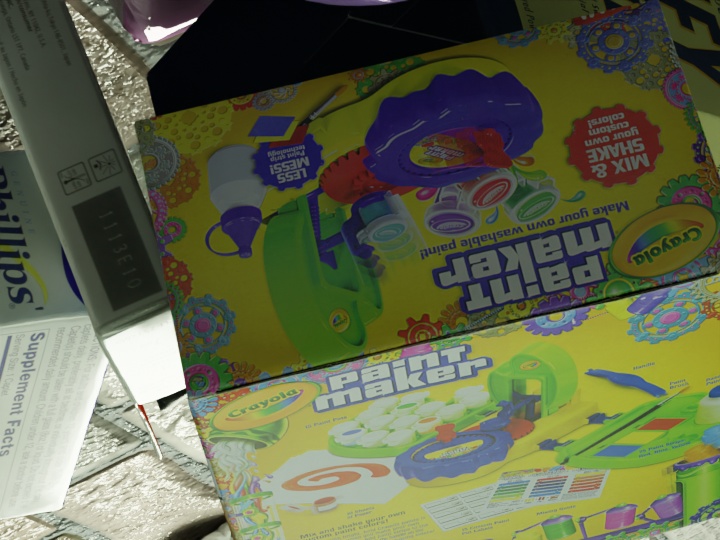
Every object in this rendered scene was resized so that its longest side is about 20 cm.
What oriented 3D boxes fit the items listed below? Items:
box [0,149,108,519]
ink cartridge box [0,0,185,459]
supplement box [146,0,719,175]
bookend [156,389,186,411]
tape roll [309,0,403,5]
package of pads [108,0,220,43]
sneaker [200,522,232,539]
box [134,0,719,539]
[{"bbox_3d":[-0.237,0.042,1.328,0.199,0.105,0.184,-6,146,-23],"label":"box"},{"bbox_3d":[-0.118,-0.033,1.192,0.043,0.201,0.174,-22,158,-3],"label":"ink cartridge box"},{"bbox_3d":[0.053,-0.066,1.125,0.199,0.135,0.200,12,140,-38],"label":"supplement box"},{"bbox_3d":[0.000,0.000,1.526,0.199,0.093,0.198,-34,156,27],"label":"bookend"},{"bbox_3d":[-0.002,-0.198,0.929,0.199,0.201,0.066,-30,157,17],"label":"tape roll"},{"bbox_3d":[-0.025,-0.177,1.123,0.199,0.076,0.121,-22,160,-3],"label":"package of pads"},{"bbox_3d":[-0.055,0.228,2.011,0.199,0.082,0.075,-3,153,-37],"label":"sneaker"},{"bbox_3d":[0.035,0.022,1.009,0.198,0.123,0.193,-13,149,-1],"label":"box"}]
